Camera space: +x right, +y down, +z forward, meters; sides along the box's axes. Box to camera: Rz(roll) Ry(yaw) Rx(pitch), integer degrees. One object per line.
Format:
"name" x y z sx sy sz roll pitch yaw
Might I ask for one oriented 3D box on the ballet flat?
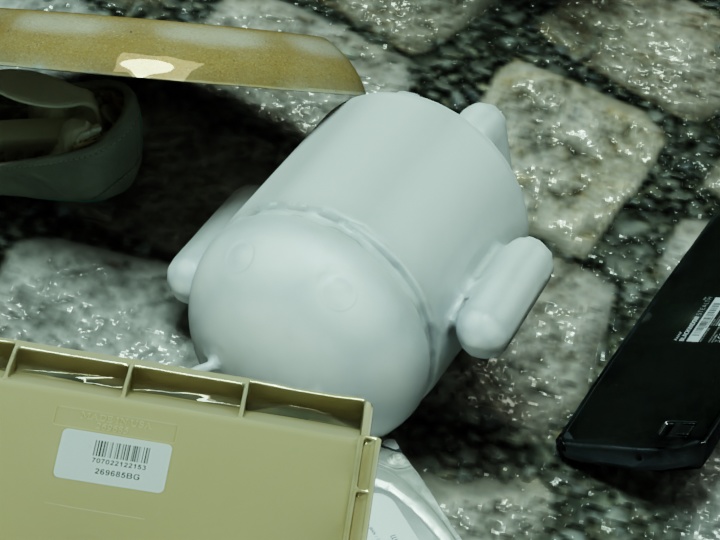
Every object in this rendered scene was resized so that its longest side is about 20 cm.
"ballet flat" -0.197 -0.065 1.169 0.199 0.064 0.068 -2 46 -15

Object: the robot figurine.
"robot figurine" 0.000 0.000 1.113 0.169 0.113 0.200 8 38 31

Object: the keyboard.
"keyboard" 0.176 0.037 1.176 0.104 0.040 0.200 2 36 35

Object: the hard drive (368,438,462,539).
"hard drive" -0.042 0.148 1.008 0.199 0.038 0.140 -15 50 -25

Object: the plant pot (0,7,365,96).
"plant pot" -0.095 -0.101 1.169 0.199 0.028 0.200 5 5 0

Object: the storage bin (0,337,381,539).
"storage bin" -0.102 0.128 0.922 0.199 0.094 0.199 9 44 0
